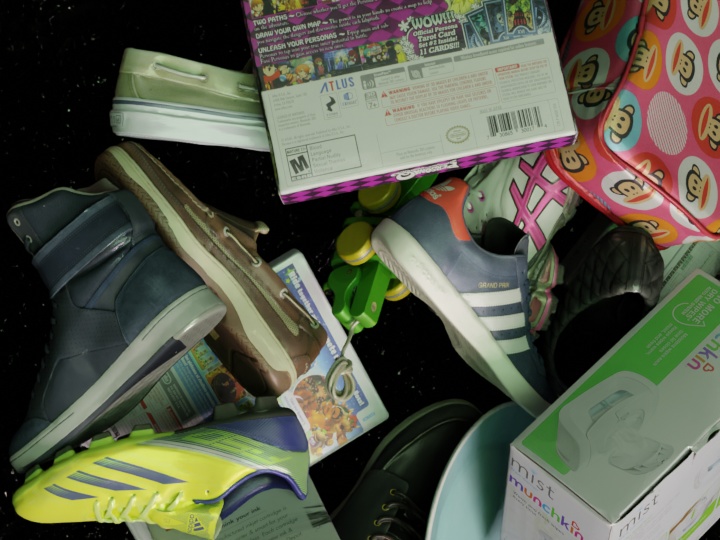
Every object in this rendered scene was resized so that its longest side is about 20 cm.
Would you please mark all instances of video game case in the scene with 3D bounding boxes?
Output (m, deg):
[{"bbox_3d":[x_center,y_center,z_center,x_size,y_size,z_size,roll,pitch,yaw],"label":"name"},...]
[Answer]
[{"bbox_3d":[-0.096,0.095,1.623,0.200,0.018,0.143,-31,108,-8],"label":"video game case"},{"bbox_3d":[0.027,-0.151,1.522,0.199,0.036,0.182,-12,78,-1],"label":"video game case"}]

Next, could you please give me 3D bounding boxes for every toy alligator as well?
[{"bbox_3d":[0.000,0.000,1.591,0.059,0.054,0.200,43,60,-39],"label":"toy alligator"}]

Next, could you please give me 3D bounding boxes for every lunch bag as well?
[{"bbox_3d":[0.220,-0.120,1.601,0.176,0.082,0.200,36,60,-31],"label":"lunch bag"}]

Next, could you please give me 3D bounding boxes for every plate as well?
[{"bbox_3d":[0.093,0.190,1.653,0.200,0.026,0.201,-16,109,-54],"label":"plate"}]

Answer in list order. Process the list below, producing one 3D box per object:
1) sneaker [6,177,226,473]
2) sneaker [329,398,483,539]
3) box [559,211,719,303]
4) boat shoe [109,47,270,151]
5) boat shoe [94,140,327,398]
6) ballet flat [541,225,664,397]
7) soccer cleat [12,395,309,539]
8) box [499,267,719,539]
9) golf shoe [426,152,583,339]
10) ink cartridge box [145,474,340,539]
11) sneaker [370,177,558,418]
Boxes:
[{"bbox_3d":[-0.196,0.030,1.533,0.202,0.077,0.146,-44,81,27],"label":"sneaker"},{"bbox_3d":[0.031,0.184,1.633,0.075,0.106,0.200,42,88,-21],"label":"sneaker"},{"bbox_3d":[0.256,0.007,1.705,0.200,0.036,0.144,39,89,-22],"label":"box"},{"bbox_3d":[-0.068,-0.113,1.560,0.199,0.072,0.062,4,95,-17],"label":"boat shoe"},{"bbox_3d":[-0.098,-0.011,1.571,0.075,0.075,0.203,-39,99,-27],"label":"boat shoe"},{"bbox_3d":[0.164,0.046,1.625,0.066,0.057,0.200,14,141,2],"label":"ballet flat"},{"bbox_3d":[-0.130,0.143,1.530,0.200,0.065,0.084,-15,80,-4],"label":"soccer cleat"},{"bbox_3d":[0.196,0.131,1.592,0.200,0.097,0.177,-41,153,-24],"label":"box"},{"bbox_3d":[0.105,-0.051,1.624,0.092,0.073,0.201,9,99,-18],"label":"golf shoe"},{"bbox_3d":[-0.068,0.199,1.562,0.116,0.200,0.067,-26,138,-3],"label":"ink cartridge box"},{"bbox_3d":[0.095,0.018,1.579,0.085,0.075,0.200,-44,123,-7],"label":"sneaker"}]
